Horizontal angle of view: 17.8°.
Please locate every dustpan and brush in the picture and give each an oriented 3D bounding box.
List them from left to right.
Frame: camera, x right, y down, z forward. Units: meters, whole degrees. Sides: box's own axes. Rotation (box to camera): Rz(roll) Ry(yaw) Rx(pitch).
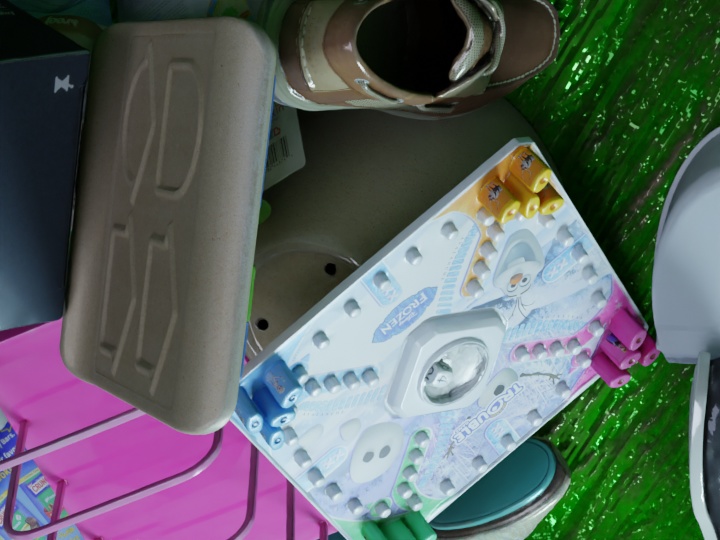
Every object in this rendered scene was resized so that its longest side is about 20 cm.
[{"bbox_3d":[0.207,-0.050,1.172,0.139,0.057,0.201,1,121,27],"label":"dustpan and brush"}]

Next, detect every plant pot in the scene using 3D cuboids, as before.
[{"bbox_3d":[0.000,0.000,1.231,0.199,0.135,0.202,10,119,19],"label":"plant pot"}]

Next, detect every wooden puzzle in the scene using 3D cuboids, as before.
[{"bbox_3d":[-0.086,-0.026,1.103,0.200,0.046,0.187,12,97,64],"label":"wooden puzzle"}]

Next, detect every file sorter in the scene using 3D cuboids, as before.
[{"bbox_3d":[-0.112,0.125,1.255,0.138,0.126,0.201,-21,121,11],"label":"file sorter"}]

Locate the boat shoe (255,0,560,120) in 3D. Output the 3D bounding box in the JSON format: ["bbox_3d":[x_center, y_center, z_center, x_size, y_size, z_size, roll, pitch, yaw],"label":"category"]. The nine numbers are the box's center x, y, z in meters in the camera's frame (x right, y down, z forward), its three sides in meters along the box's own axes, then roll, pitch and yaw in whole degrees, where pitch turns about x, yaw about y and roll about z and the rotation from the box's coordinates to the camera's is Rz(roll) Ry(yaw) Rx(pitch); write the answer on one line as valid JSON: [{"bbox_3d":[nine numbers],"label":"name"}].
[{"bbox_3d":[0.038,-0.108,1.123,0.071,0.199,0.076,2,101,43],"label":"boat shoe"}]

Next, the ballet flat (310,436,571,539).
[{"bbox_3d":[0.049,0.145,1.335,0.199,0.068,0.062,-18,134,33],"label":"ballet flat"}]

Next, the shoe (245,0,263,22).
[{"bbox_3d":[-0.029,-0.210,1.183,0.071,0.091,0.202,-32,69,45],"label":"shoe"}]

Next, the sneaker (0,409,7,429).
[{"bbox_3d":[-0.260,0.098,1.355,0.082,0.077,0.201,48,124,27],"label":"sneaker"}]

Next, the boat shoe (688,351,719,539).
[{"bbox_3d":[0.210,0.127,1.230,0.060,0.074,0.201,0,124,18],"label":"boat shoe"}]

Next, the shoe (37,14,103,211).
[{"bbox_3d":[-0.157,-0.064,1.261,0.069,0.054,0.200,-6,152,-1],"label":"shoe"}]

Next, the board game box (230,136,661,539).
[{"bbox_3d":[0.048,0.053,1.176,0.200,0.026,0.200,-40,140,-1],"label":"board game box"}]

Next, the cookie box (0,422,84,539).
[{"bbox_3d":[-0.211,0.092,1.403,0.171,0.075,0.200,-37,96,33],"label":"cookie box"}]

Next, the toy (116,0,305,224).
[{"bbox_3d":[-0.072,-0.109,1.216,0.115,0.201,0.047,-31,142,33],"label":"toy"}]

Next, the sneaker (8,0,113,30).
[{"bbox_3d":[-0.215,-0.156,1.298,0.199,0.078,0.091,3,86,31],"label":"sneaker"}]

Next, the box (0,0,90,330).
[{"bbox_3d":[-0.240,-0.072,1.181,0.200,0.107,0.150,31,121,42],"label":"box"}]
